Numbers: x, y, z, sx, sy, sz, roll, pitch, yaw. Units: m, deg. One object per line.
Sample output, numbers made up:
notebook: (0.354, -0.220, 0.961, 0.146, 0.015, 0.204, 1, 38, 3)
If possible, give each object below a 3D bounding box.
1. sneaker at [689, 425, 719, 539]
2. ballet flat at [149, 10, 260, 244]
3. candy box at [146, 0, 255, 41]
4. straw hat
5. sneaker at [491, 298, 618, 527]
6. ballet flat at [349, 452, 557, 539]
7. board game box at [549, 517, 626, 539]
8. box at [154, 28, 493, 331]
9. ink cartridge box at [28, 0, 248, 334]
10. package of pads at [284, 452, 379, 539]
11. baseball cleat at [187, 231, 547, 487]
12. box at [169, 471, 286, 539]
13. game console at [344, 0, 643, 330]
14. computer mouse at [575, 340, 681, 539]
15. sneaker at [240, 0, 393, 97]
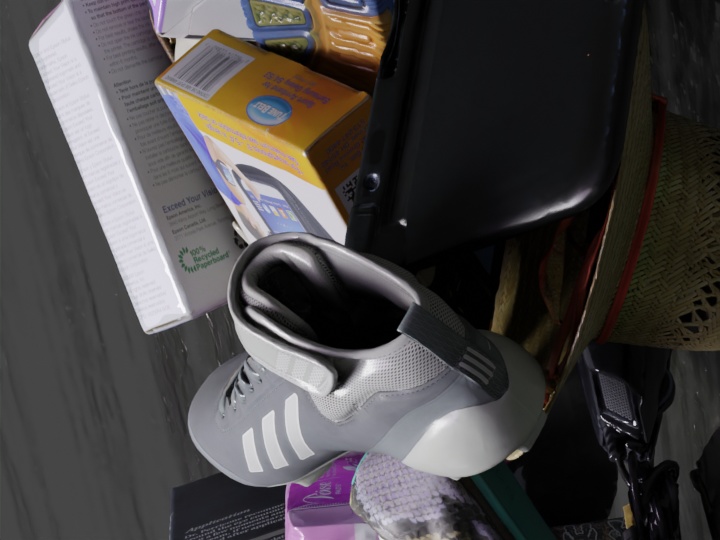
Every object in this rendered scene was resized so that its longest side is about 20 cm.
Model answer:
sneaker: (0.174, 0.147, 0.923, 0.107, 0.074, 0.201, -112, 12, -47)
ballet flat: (-0.042, -0.051, 1.091, 0.201, 0.068, 0.067, 62, -153, 0)
candy box: (-0.061, -0.221, 1.040, 0.201, 0.071, 0.169, -112, 29, -52)
straw hat: (0.109, -0.014, 0.863, 0.201, 0.084, 0.203, -168, 90, -85)
sneaker: (0.068, 0.044, 1.119, 0.086, 0.080, 0.202, -124, 26, -68)
ballet flat: (0.067, 0.138, 0.888, 0.201, 0.072, 0.072, 49, 160, 3)
board game box: (0.106, 0.237, 1.057, 0.201, 0.096, 0.160, -101, 4, -48)
box: (0.000, 0.000, 0.992, 0.119, 0.041, 0.201, 28, 152, 52)
ink cartridge box: (-0.069, -0.092, 1.162, 0.043, 0.196, 0.201, -20, 93, 39)
package of pads: (0.009, 0.183, 1.084, 0.121, 0.075, 0.202, -91, -4, -76)
baseball cleat: (-0.019, 0.027, 0.838, 0.106, 0.070, 0.199, 42, 152, -25)
box: (-0.018, 0.211, 1.255, 0.200, 0.116, 0.198, -108, 0, -79)
game console: (0.070, -0.078, 0.869, 0.176, 0.115, 0.202, 51, -135, -58)
computer mouse: (0.114, 0.052, 0.981, 0.141, 0.046, 0.201, 73, -178, -48)
sneaker: (0.013, -0.100, 0.978, 0.075, 0.088, 0.201, 21, 151, 32)
